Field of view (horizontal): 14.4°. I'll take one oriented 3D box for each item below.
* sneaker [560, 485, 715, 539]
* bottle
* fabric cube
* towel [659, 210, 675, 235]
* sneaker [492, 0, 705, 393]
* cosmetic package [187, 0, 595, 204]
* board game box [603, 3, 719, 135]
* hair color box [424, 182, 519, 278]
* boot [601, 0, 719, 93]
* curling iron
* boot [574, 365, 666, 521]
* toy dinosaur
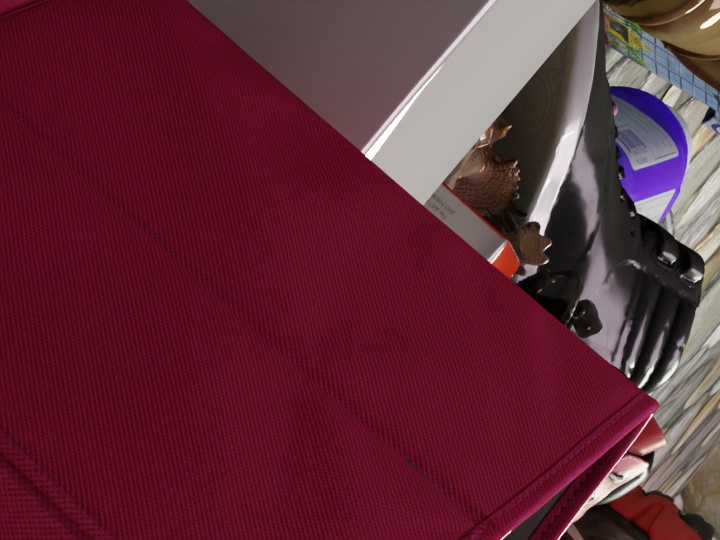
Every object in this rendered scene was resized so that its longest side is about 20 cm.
[{"bbox_3d":[0.053,0.110,1.203,0.098,0.200,0.071,-24,126,-37],"label":"sneaker"},{"bbox_3d":[0.109,-0.051,1.338,0.065,0.083,0.200,-62,165,16],"label":"bottle"},{"bbox_3d":[-0.082,0.067,0.745,0.200,0.199,0.196,-32,161,-54],"label":"fabric cube"},{"bbox_3d":[0.068,0.040,1.476,0.166,0.086,0.200,-38,164,-38],"label":"towel"},{"bbox_3d":[0.098,-0.031,1.203,0.099,0.071,0.201,-2,107,-30],"label":"sneaker"},{"bbox_3d":[0.009,-0.082,0.875,0.200,0.085,0.108,-48,168,2],"label":"cosmetic package"},{"bbox_3d":[0.207,-0.081,1.302,0.062,0.200,0.200,-56,168,-5],"label":"board game box"},{"bbox_3d":[-0.046,0.036,1.012,0.200,0.101,0.061,-47,169,-1],"label":"hair color box"},{"bbox_3d":[0.183,-0.070,1.127,0.066,0.200,0.175,-44,-168,10],"label":"boot"},{"bbox_3d":[0.030,0.053,1.049,0.049,0.026,0.200,-13,-160,42],"label":"curling iron"},{"bbox_3d":[0.037,0.098,1.046,0.144,0.073,0.200,-29,-170,30],"label":"boot"},{"bbox_3d":[0.000,0.000,1.127,0.200,0.086,0.136,-41,180,1],"label":"toy dinosaur"}]
